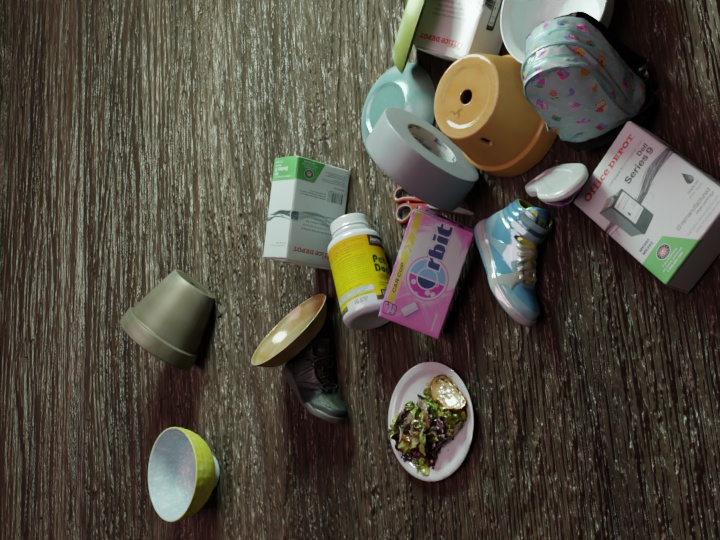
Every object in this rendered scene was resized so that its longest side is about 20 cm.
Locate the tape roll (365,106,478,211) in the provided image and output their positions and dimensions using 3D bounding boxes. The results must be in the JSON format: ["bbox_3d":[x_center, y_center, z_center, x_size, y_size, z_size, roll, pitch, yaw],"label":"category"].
[{"bbox_3d":[0.106,-0.192,1.472,0.067,0.198,0.202,-53,50,24],"label":"tape roll"}]

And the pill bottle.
[{"bbox_3d":[0.000,0.000,1.612,0.108,0.108,0.204,-33,61,37],"label":"pill bottle"}]

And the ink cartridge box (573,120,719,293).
[{"bbox_3d":[0.419,-0.091,1.211,0.148,0.083,0.201,-58,47,21],"label":"ink cartridge box"}]

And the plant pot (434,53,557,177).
[{"bbox_3d":[0.215,-0.268,1.417,0.197,0.138,0.206,-10,75,43],"label":"plant pot"}]

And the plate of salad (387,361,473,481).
[{"bbox_3d":[0.113,0.261,1.491,0.197,0.047,0.206,-10,76,44],"label":"plate of salad"}]

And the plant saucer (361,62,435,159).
[{"bbox_3d":[0.060,-0.304,1.656,0.198,0.038,0.207,-12,74,45],"label":"plant saucer"}]

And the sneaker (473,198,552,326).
[{"bbox_3d":[0.263,-0.024,1.366,0.130,0.078,0.204,-40,57,35],"label":"sneaker"}]

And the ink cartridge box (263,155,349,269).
[{"bbox_3d":[-0.107,-0.111,1.718,0.082,0.145,0.206,2,83,47],"label":"ink cartridge box"}]

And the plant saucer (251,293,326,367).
[{"bbox_3d":[-0.134,0.128,1.713,0.199,0.036,0.201,-39,14,11],"label":"plant saucer"}]

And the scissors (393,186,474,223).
[{"bbox_3d":[0.131,-0.128,1.567,0.197,0.014,0.075,-4,78,47],"label":"scissors"}]

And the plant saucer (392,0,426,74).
[{"bbox_3d":[0.095,-0.460,1.559,0.030,0.200,0.204,19,99,1],"label":"plant saucer"}]

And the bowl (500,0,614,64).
[{"bbox_3d":[0.326,-0.409,1.361,0.198,0.089,0.207,-11,75,45],"label":"bowl"}]

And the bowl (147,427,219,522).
[{"bbox_3d":[-0.380,0.455,1.925,0.197,0.106,0.206,-11,74,45],"label":"bowl"}]

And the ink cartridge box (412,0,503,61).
[{"bbox_3d":[0.193,-0.469,1.514,0.145,0.083,0.204,30,105,45],"label":"ink cartridge box"}]

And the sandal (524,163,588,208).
[{"bbox_3d":[0.306,-0.123,1.304,0.082,0.203,0.050,-35,99,6],"label":"sandal"}]

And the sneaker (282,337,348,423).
[{"bbox_3d":[-0.079,0.207,1.680,0.200,0.075,0.116,47,122,46],"label":"sneaker"}]

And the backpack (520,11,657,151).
[{"bbox_3d":[0.321,-0.273,1.252,0.165,0.199,0.129,-23,41,36],"label":"backpack"}]

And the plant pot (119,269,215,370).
[{"bbox_3d":[-0.432,0.104,2.005,0.199,0.199,0.175,37,92,43],"label":"plant pot"}]

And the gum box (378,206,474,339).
[{"bbox_3d":[0.116,-0.001,1.479,0.111,0.066,0.205,20,101,7],"label":"gum box"}]
